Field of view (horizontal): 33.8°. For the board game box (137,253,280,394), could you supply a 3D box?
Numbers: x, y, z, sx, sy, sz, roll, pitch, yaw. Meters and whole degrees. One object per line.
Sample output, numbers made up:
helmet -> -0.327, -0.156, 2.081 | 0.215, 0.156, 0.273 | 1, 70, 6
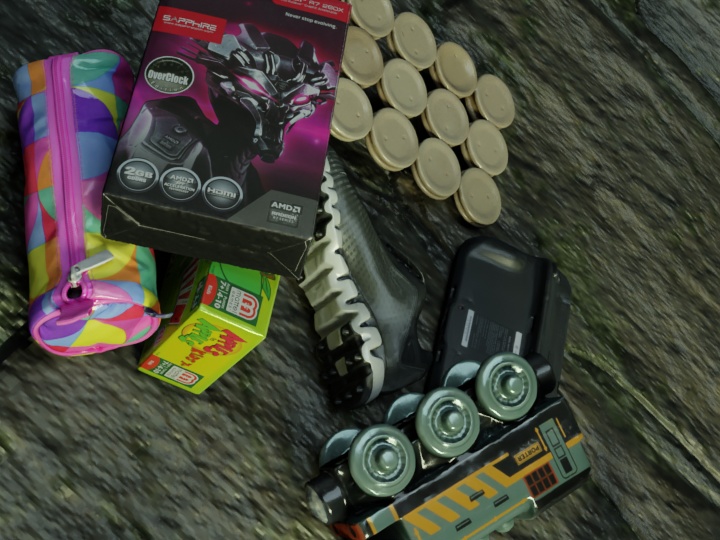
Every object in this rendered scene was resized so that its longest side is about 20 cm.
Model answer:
board game box -> -0.085, -0.029, 0.791 | 0.048, 0.102, 0.200 | 25, 54, -21

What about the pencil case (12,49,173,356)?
pencil case -> -0.174, -0.044, 0.750 | 0.088, 0.088, 0.200 | 4, 60, -32

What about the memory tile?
memory tile -> 0.050, -0.135, 0.965 | 0.200, 0.017, 0.154 | 30, 57, -32

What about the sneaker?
sneaker -> 0.000, 0.000, 0.859 | 0.090, 0.066, 0.200 | -3, 71, -38

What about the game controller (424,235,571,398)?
game controller -> 0.108, 0.063, 0.917 | 0.104, 0.042, 0.200 | 20, 54, -6

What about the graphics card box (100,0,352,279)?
graphics card box -> -0.080, -0.099, 0.740 | 0.125, 0.051, 0.200 | 13, 57, -7

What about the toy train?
toy train -> 0.062, 0.133, 0.796 | 0.200, 0.085, 0.114 | -27, 90, -24
